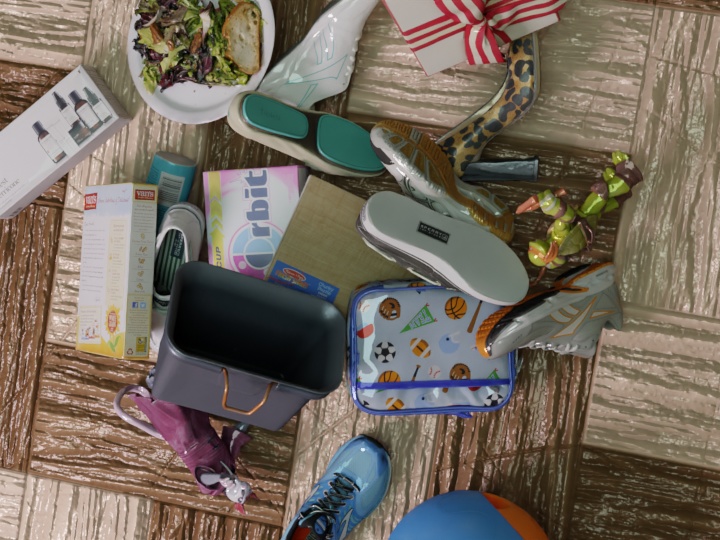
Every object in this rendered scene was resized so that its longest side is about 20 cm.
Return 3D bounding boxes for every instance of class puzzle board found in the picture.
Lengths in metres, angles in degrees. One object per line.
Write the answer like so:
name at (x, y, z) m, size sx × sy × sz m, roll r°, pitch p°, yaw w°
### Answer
puzzle board at (0.000, 0.000, 1.534) m, size 0.199 × 0.017 × 0.151 m, roll 24°, pitch 92°, yaw -15°

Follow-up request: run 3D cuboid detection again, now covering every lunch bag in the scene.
lunch bag at (0.082, 0.089, 1.513) m, size 0.199 × 0.076 × 0.161 m, roll 0°, pitch 93°, yaw -7°

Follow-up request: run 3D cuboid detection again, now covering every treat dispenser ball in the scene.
treat dispenser ball at (0.119, 0.342, 1.475) m, size 0.200 × 0.201 × 0.202 m, roll 1°, pitch 93°, yaw 11°

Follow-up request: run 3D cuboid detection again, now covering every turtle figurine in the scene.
turtle figurine at (0.234, -0.057, 1.456) m, size 0.161 × 0.200 × 0.064 m, roll -41°, pitch 63°, yaw -13°

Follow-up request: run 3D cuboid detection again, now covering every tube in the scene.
tube at (-0.247, -0.041, 1.608) m, size 0.077 × 0.050 × 0.201 m, roll 24°, pitch 105°, yaw 16°

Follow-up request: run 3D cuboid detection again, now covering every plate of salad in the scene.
plate of salad at (-0.192, -0.271, 1.566) m, size 0.199 × 0.048 × 0.201 m, roll -1°, pitch 87°, yaw 24°

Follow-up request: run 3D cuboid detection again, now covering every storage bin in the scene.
storage bin at (-0.134, 0.104, 1.479) m, size 0.199 × 0.146 × 0.134 m, roll 17°, pitch 140°, yaw -16°

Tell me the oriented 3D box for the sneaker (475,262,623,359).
sneaker at (0.216, 0.064, 1.469) m, size 0.199 × 0.076 × 0.092 m, roll -26°, pitch 97°, yaw -27°

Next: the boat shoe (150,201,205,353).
boat shoe at (-0.227, 0.019, 1.564) m, size 0.073 × 0.067 × 0.201 m, roll 12°, pitch 117°, yaw 6°

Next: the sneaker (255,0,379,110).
sneaker at (-0.031, -0.254, 1.545) m, size 0.080 × 0.070 × 0.200 m, roll 41°, pitch 113°, yaw -9°

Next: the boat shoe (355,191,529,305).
boat shoe at (0.088, -0.020, 1.462) m, size 0.199 × 0.064 × 0.071 m, roll 30°, pitch 65°, yaw -3°

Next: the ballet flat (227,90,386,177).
ballet flat at (-0.064, -0.152, 1.544) m, size 0.199 × 0.069 × 0.070 m, roll 22°, pitch 98°, yaw -23°

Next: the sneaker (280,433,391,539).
sneaker at (-0.032, 0.282, 1.558) m, size 0.078 × 0.090 × 0.200 m, roll 33°, pitch 97°, yaw 7°

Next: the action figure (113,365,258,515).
action figure at (-0.194, 0.207, 1.568) m, size 0.149 × 0.134 × 0.200 m, roll -27°, pitch 98°, yaw 28°

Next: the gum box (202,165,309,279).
gum box at (-0.115, -0.019, 1.571) m, size 0.113 × 0.066 × 0.201 m, roll -3°, pitch 92°, yaw 10°

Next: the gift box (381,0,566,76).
gift box at (0.113, -0.336, 1.426) m, size 0.199 × 0.184 × 0.187 m, roll -23°, pitch 63°, yaw 17°

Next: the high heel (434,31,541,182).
high heel at (0.131, -0.197, 1.513) m, size 0.142 × 0.071 × 0.201 m, roll 2°, pitch 99°, yaw 9°

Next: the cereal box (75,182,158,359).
cereal box at (-0.285, -0.001, 1.569) m, size 0.039 × 0.144 × 0.201 m, roll 4°, pitch 90°, yaw -33°

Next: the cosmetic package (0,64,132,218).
cosmetic package at (-0.381, -0.154, 1.624) m, size 0.200 × 0.051 × 0.083 m, roll -38°, pitch 85°, yaw 10°

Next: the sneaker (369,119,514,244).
sneaker at (0.075, -0.079, 1.495) m, size 0.200 × 0.076 × 0.088 m, roll 42°, pitch 129°, yaw -11°
